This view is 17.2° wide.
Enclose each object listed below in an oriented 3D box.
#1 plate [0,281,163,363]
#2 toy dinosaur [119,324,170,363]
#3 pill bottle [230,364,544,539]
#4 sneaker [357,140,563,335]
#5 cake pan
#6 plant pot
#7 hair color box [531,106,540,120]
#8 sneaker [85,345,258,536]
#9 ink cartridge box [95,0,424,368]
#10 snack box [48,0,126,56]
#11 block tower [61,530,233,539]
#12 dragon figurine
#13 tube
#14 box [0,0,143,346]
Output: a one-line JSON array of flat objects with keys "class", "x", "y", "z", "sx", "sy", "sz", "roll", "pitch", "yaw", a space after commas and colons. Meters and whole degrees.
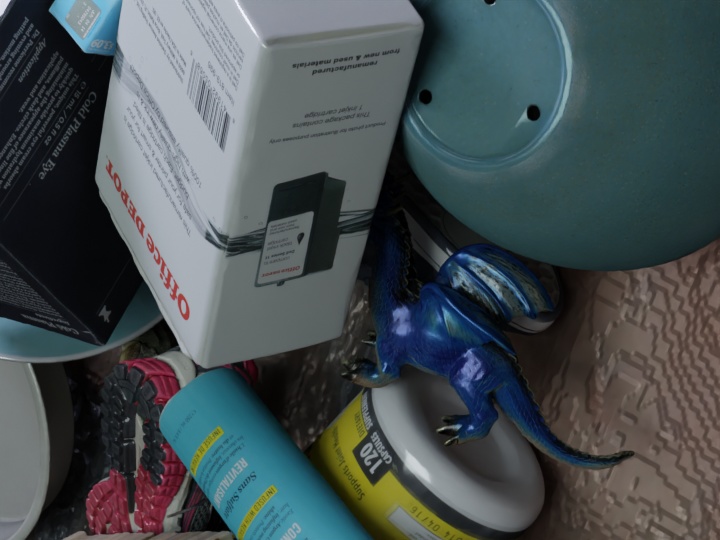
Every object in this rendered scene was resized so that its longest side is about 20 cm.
[{"class": "plate", "x": -0.177, "y": -0.040, "z": 1.343, "sx": 0.200, "sy": 0.026, "sz": 0.200, "roll": 1, "pitch": 70, "yaw": -2}, {"class": "toy dinosaur", "x": -0.168, "y": -0.006, "z": 1.387, "sx": 0.088, "sy": 0.047, "sz": 0.200, "roll": -27, "pitch": 76, "yaw": 26}, {"class": "pill bottle", "x": -0.004, "y": 0.149, "z": 1.261, "sx": 0.112, "sy": 0.112, "sz": 0.200, "roll": 50, "pitch": 115, "yaw": 17}, {"class": "sneaker", "x": 0.000, "y": -0.001, "z": 1.271, "sx": 0.202, "sy": 0.077, "sz": 0.146, "roll": 38, "pitch": 125, "yaw": 9}, {"class": "cake pan", "x": -0.241, "y": 0.073, "z": 1.411, "sx": 0.200, "sy": 0.037, "sz": 0.200, "roll": 17, "pitch": 116, "yaw": 37}, {"class": "plant pot", "x": 0.087, "y": -0.095, "z": 1.101, "sx": 0.200, "sy": 0.135, "sz": 0.200, "roll": 3, "pitch": 96, "yaw": 32}, {"class": "hair color box", "x": 0.140, "y": -0.113, "z": 1.182, "sx": 0.111, "sy": 0.064, "sz": 0.200, "roll": -14, "pitch": 88, "yaw": 32}, {"class": "sneaker", "x": -0.099, "y": 0.122, "z": 1.320, "sx": 0.081, "sy": 0.075, "sz": 0.200, "roll": 49, "pitch": 143, "yaw": 30}, {"class": "ink cartridge box", "x": -0.054, "y": -0.076, "z": 1.117, "sx": 0.147, "sy": 0.083, "sz": 0.200, "roll": 59, "pitch": 147, "yaw": 37}, {"class": "snack box", "x": -0.054, "y": -0.157, "z": 1.211, "sx": 0.037, "sy": 0.200, "sz": 0.116, "roll": 48, "pitch": 116, "yaw": 27}, {"class": "block tower", "x": -0.121, "y": 0.173, "z": 1.260, "sx": 0.200, "sy": 0.054, "sz": 0.058, "roll": -8, "pitch": 103, "yaw": 60}, {"class": "dragon figurine", "x": 0.055, "y": 0.028, "z": 1.175, "sx": 0.200, "sy": 0.059, "sz": 0.099, "roll": 33, "pitch": 127, "yaw": 9}, {"class": "tube", "x": -0.027, "y": 0.135, "z": 1.184, "sx": 0.200, "sy": 0.050, "sz": 0.077, "roll": 50, "pitch": 129, "yaw": 28}, {"class": "box", "x": -0.167, "y": -0.096, "z": 1.243, "sx": 0.104, "sy": 0.182, "sz": 0.200, "roll": 15, "pitch": 66, "yaw": 37}]
